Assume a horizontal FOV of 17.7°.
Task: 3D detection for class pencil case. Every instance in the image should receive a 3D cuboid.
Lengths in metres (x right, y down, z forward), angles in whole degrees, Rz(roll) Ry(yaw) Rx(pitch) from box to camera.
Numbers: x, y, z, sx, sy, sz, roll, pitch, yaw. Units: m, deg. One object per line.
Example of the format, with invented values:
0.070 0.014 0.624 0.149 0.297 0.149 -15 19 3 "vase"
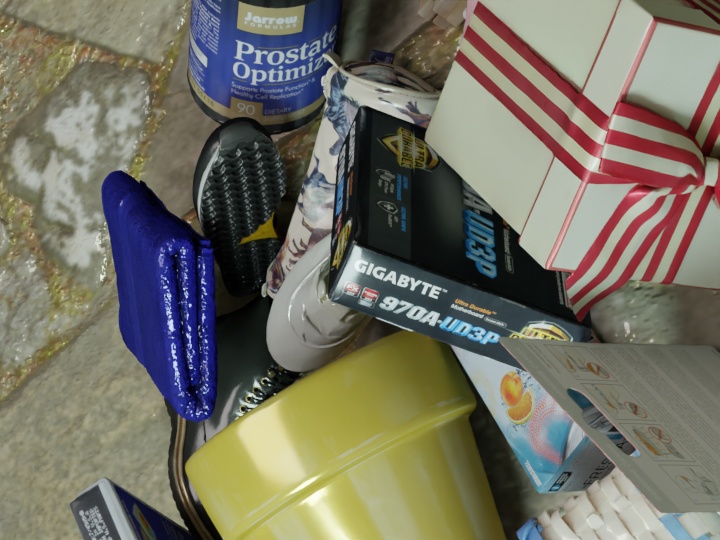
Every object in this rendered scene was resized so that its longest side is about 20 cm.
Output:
-0.010 -0.057 1.673 0.089 0.078 0.201 26 112 18 "pencil case"

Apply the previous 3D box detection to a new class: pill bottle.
-0.067 -0.203 1.667 0.112 0.111 0.201 57 155 33 "pill bottle"

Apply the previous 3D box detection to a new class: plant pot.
0.010 0.167 1.580 0.201 0.200 0.190 -37 78 42 "plant pot"

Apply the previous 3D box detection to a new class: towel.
-0.146 0.016 1.747 0.200 0.049 0.149 -137 38 -65 "towel"

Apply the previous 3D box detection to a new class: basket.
0.159 0.224 1.416 0.200 0.139 0.177 -40 56 9 "basket"

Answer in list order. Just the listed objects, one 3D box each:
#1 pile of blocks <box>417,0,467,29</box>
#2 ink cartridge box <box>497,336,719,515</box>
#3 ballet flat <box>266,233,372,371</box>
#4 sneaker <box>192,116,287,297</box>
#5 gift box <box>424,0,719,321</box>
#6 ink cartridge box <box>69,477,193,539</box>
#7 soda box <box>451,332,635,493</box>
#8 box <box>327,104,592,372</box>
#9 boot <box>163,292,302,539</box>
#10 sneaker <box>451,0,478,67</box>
0.016 -0.245 1.645 0.062 0.082 0.201 -48 56 37 "pile of blocks"
0.183 0.104 1.355 0.163 0.199 0.057 47 125 38 "ink cartridge box"
0.000 0.000 1.616 0.200 0.069 0.070 -46 55 17 "ballet flat"
-0.099 -0.064 1.727 0.201 0.070 0.090 84 160 -58 "sneaker"
0.170 -0.082 1.399 0.187 0.183 0.201 47 127 49 "gift box"
-0.123 0.269 1.719 0.047 0.200 0.198 -33 58 6 "ink cartridge box"
0.111 0.051 1.540 0.064 0.068 0.201 -56 50 33 "soda box"
0.061 -0.019 1.467 0.200 0.158 0.046 -86 19 -62 "box"
-0.082 0.117 1.767 0.138 0.077 0.201 -32 67 39 "boot"
0.100 -0.182 1.556 0.105 0.075 0.201 54 127 41 "sneaker"
